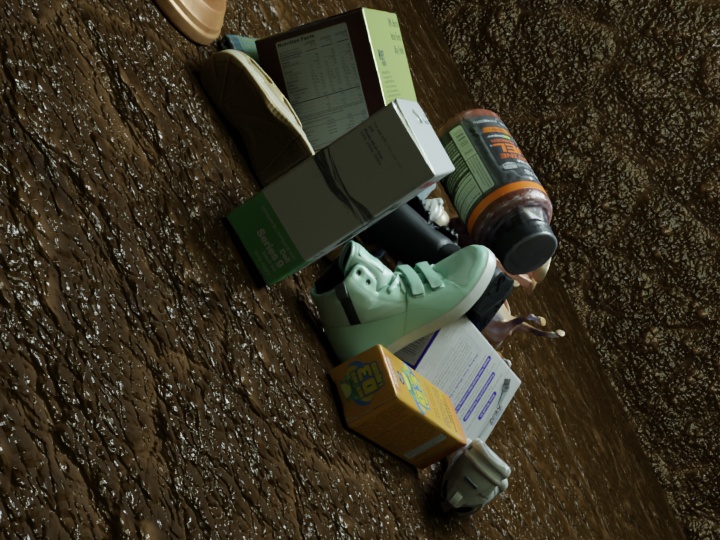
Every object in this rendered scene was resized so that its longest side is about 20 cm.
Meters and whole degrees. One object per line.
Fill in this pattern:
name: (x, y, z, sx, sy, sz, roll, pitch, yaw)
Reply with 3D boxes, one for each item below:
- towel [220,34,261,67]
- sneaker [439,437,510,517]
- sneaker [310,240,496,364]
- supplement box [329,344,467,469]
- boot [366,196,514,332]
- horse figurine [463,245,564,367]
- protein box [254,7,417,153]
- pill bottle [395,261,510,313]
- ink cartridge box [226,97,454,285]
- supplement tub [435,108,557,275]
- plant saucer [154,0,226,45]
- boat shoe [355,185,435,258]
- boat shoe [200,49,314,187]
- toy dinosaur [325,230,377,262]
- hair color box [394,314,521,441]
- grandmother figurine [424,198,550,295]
towel: (-0.106, -0.218, 1.516, 0.148, 0.021, 0.200, 63, 16, -1)
sneaker: (0.118, 0.241, 1.412, 0.075, 0.082, 0.200, 45, -8, 15)
sneaker: (0.043, 0.007, 1.279, 0.119, 0.199, 0.074, 61, -9, -27)
supplement box: (0.043, 0.147, 1.305, 0.200, 0.068, 0.067, 37, 28, -56)
boot: (0.092, -0.013, 1.444, 0.167, 0.077, 0.200, 39, -3, 16)
horse figurine: (0.167, 0.040, 1.562, 0.201, 0.131, 0.050, 55, 51, -22)
protein box: (-0.014, -0.193, 1.471, 0.198, 0.133, 0.203, -37, 113, -74)
pill bottle: (0.123, 0.037, 1.679, 0.200, 0.111, 0.113, 42, 25, -56)
ink cartridge box: (-0.015, -0.079, 1.218, 0.085, 0.198, 0.146, 58, 14, 0)
supplement tub: (0.163, -0.092, 1.484, 0.107, 0.106, 0.202, 42, 18, -53)
plant saucer: (-0.205, -0.346, 1.360, 0.201, 0.037, 0.201, 57, 15, -24)
boat shoe: (0.040, -0.091, 1.630, 0.071, 0.091, 0.201, 44, 26, -12)
boat shoe: (-0.094, -0.154, 1.337, 0.202, 0.073, 0.069, 59, 21, -14)
toy dinosaur: (0.000, 0.000, 1.462, 0.200, 0.060, 0.107, 43, 39, -30)
hair color box: (0.105, 0.122, 1.460, 0.064, 0.110, 0.200, 23, -17, 42)
grandmother figurine: (0.158, -0.039, 1.671, 0.198, 0.122, 0.061, 25, 53, -2)
